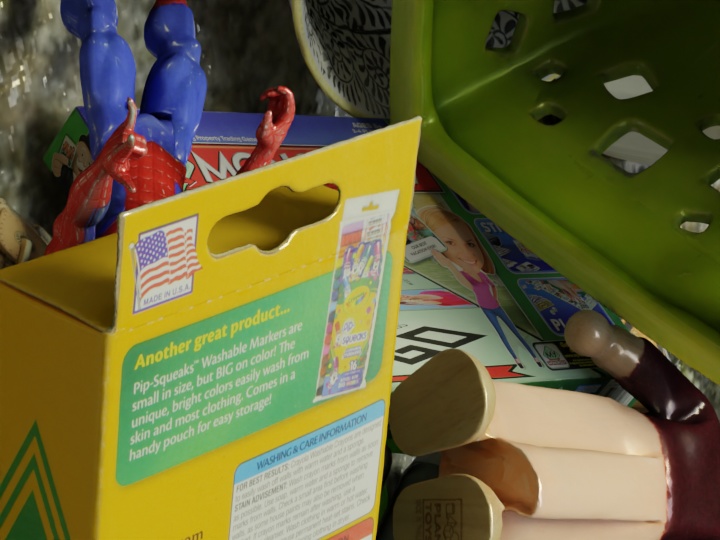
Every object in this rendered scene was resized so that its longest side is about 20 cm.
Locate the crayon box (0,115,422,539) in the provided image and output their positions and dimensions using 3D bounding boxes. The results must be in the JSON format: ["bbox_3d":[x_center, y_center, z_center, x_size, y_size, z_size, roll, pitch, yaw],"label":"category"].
[{"bbox_3d":[-0.048,0.055,0.716,0.126,0.051,0.201,-21,125,-47],"label":"crayon box"}]

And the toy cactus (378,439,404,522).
[{"bbox_3d":[-0.035,0.056,0.911,0.165,0.102,0.200,46,65,-37],"label":"toy cactus"}]

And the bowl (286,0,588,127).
[{"bbox_3d":[0.032,-0.162,0.944,0.200,0.094,0.201,-27,142,-24],"label":"bowl"}]

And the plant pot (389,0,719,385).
[{"bbox_3d":[0.141,-0.108,0.865,0.181,0.200,0.199,-31,143,-31],"label":"plant pot"}]

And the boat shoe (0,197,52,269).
[{"bbox_3d":[-0.113,0.013,0.793,0.200,0.064,0.071,58,47,-43],"label":"boat shoe"}]

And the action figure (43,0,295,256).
[{"bbox_3d":[-0.060,-0.059,0.774,0.065,0.099,0.200,14,54,-23],"label":"action figure"}]

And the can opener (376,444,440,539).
[{"bbox_3d":[-0.023,0.150,0.870,0.066,0.053,0.200,-53,166,-76],"label":"can opener"}]

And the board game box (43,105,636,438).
[{"bbox_3d":[0.000,0.000,0.883,0.200,0.135,0.029,-2,139,-44],"label":"board game box"}]

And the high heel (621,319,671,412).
[{"bbox_3d":[0.103,0.061,1.129,0.200,0.071,0.143,-29,112,-63],"label":"high heel"}]

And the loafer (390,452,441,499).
[{"bbox_3d":[0.041,0.108,0.976,0.070,0.200,0.070,-40,94,-11],"label":"loafer"}]

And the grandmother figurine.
[{"bbox_3d":[0.096,0.075,0.862,0.200,0.060,0.122,4,89,-45],"label":"grandmother figurine"}]

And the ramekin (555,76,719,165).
[{"bbox_3d":[0.162,-0.139,1.160,0.200,0.097,0.201,7,90,-65],"label":"ramekin"}]
